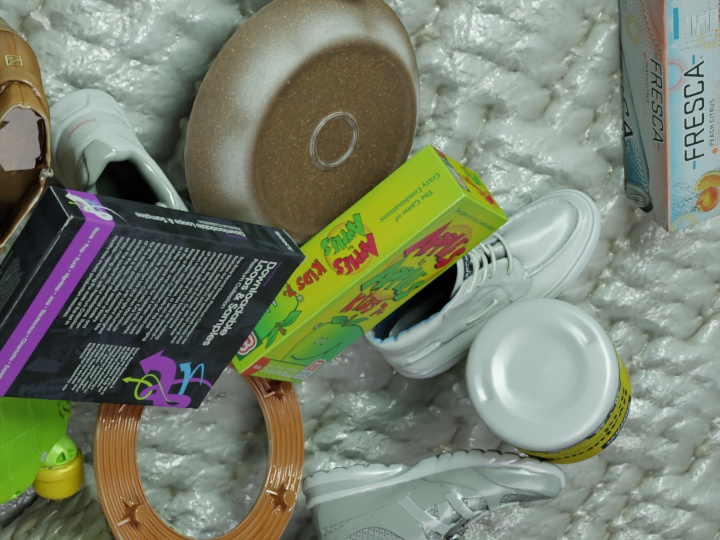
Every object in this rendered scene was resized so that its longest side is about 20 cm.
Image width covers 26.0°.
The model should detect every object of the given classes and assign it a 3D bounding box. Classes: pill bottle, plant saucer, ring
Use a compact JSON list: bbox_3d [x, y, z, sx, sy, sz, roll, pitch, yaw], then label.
[{"bbox_3d":[0.150,0.091,1.196,0.111,0.111,0.200,-43,163,3],"label":"pill bottle"},{"bbox_3d":[-0.027,-0.093,1.056,0.200,0.037,0.201,-23,129,-32],"label":"plant saucer"},{"bbox_3d":[-0.108,0.128,1.120,0.200,0.019,0.201,9,78,-47],"label":"ring"}]

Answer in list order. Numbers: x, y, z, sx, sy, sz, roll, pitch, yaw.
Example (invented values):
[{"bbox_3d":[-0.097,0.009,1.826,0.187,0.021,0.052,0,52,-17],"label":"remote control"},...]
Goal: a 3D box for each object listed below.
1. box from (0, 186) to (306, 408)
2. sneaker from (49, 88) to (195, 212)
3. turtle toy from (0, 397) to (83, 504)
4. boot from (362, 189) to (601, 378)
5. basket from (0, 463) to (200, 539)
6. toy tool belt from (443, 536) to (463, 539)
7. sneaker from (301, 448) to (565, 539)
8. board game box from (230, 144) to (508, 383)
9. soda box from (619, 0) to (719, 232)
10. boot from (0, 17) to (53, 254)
[{"bbox_3d":[-0.145,0.023,0.984,0.200,0.036,0.143,11,123,-48],"label":"box"},{"bbox_3d":[-0.142,-0.023,1.038,0.078,0.099,0.200,-37,127,-1],"label":"sneaker"},{"bbox_3d":[-0.275,0.105,1.037,0.200,0.101,0.146,-30,131,-42],"label":"turtle toy"},{"bbox_3d":[0.092,0.004,1.164,0.200,0.074,0.096,-42,156,4],"label":"boot"},{"bbox_3d":[-0.198,0.284,1.136,0.200,0.198,0.161,-41,125,3],"label":"basket"},{"bbox_3d":[0.046,0.267,1.250,0.200,0.125,0.123,-2,152,-44],"label":"toy tool belt"},{"bbox_3d":[0.058,0.183,1.186,0.199,0.082,0.075,-9,168,8],"label":"sneaker"},{"bbox_3d":[0.000,0.000,1.095,0.200,0.048,0.102,-38,160,13],"label":"board game box"},{"bbox_3d":[0.240,-0.134,1.172,0.063,0.068,0.200,-18,124,-15],"label":"soda box"},{"bbox_3d":[-0.233,-0.046,0.946,0.074,0.155,0.200,-1,119,-24],"label":"boot"}]
